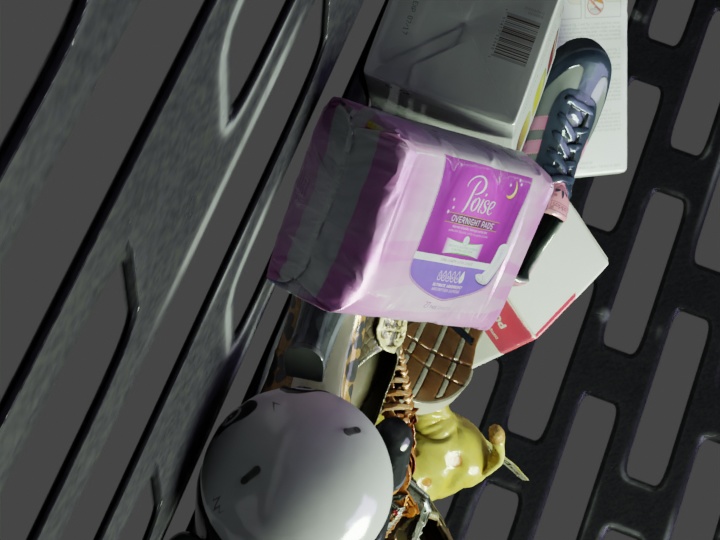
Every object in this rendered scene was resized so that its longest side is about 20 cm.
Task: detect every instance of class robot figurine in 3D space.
[{"bbox_3d":[-0.045,0.156,1.127,0.201,0.124,0.151,100,9,-56],"label":"robot figurine"}]

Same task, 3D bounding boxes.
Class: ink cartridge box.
[{"bbox_3d":[0.109,0.027,1.658,0.199,0.085,0.145,-29,-172,47],"label":"ink cartridge box"},{"bbox_3d":[0.135,-0.172,1.432,0.047,0.159,0.202,-160,-114,-66],"label":"ink cartridge box"}]

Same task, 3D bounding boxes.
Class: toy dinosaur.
[{"bbox_3d":[-0.003,0.142,1.359,0.102,0.135,0.202,-10,119,-81],"label":"toy dinosaur"}]

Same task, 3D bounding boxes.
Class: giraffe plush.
[{"bbox_3d":[0.021,0.180,1.539,0.163,0.199,0.173,-51,170,-18],"label":"giraffe plush"}]

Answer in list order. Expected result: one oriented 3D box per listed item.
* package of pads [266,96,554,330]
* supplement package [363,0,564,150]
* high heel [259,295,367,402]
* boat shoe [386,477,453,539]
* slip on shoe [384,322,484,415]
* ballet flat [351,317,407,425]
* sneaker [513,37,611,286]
[{"bbox_3d":[0.034,-0.032,1.130,0.199,0.075,0.121,8,108,-56],"label":"package of pads"},{"bbox_3d":[0.076,-0.148,1.269,0.200,0.109,0.115,64,47,-81],"label":"supplement package"},{"bbox_3d":[-0.030,0.066,1.238,0.201,0.071,0.143,104,3,-46],"label":"high heel"},{"bbox_3d":[0.036,0.196,1.421,0.074,0.203,0.075,-29,179,-34],"label":"boat shoe"},{"bbox_3d":[0.050,0.065,1.446,0.061,0.076,0.200,-41,-171,31],"label":"slip on shoe"},{"bbox_3d":[-0.005,0.105,1.273,0.067,0.046,0.202,10,105,-48],"label":"ballet flat"},{"bbox_3d":[0.149,-0.078,1.378,0.201,0.070,0.082,-66,-151,13],"label":"sneaker"}]
